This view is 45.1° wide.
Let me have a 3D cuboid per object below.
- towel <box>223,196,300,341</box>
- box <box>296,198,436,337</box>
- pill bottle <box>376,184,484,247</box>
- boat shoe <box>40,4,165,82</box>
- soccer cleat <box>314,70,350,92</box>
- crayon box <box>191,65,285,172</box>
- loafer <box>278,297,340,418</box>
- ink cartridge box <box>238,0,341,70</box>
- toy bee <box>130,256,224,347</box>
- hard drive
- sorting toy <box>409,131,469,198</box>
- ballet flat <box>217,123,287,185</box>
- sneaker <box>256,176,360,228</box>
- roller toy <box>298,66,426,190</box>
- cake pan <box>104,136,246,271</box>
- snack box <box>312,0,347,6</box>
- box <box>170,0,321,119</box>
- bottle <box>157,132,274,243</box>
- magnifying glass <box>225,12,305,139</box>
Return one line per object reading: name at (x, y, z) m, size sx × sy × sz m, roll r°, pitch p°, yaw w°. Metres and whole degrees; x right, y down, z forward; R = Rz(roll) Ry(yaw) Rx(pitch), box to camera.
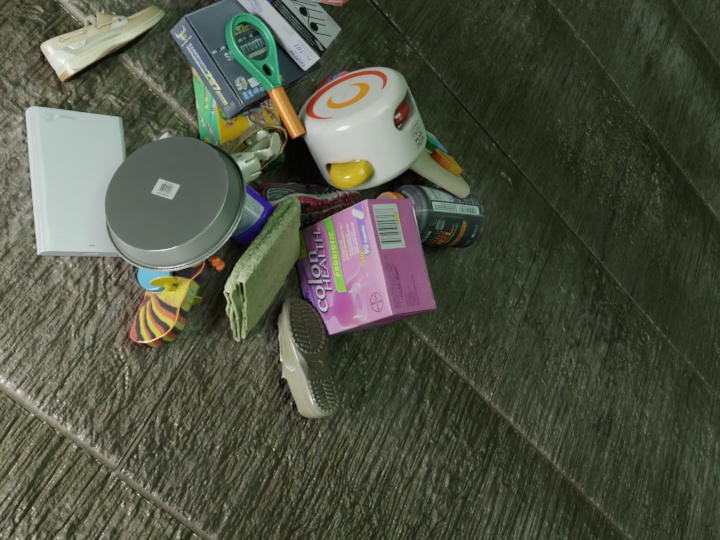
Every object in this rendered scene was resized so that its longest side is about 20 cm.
towel at (-0.143, -0.005, 1.285) m, size 0.036 × 0.149 × 0.200 m, roll 23°, pitch 55°, yaw 11°
box at (0.000, 0.000, 1.350) m, size 0.096 × 0.200 × 0.176 m, roll -5°, pitch 80°, yaw -40°
pill bottle at (0.117, -0.097, 1.544) m, size 0.200 × 0.106 × 0.107 m, roll 2°, pitch 75°, yaw -39°
boat shoe at (-0.365, -0.342, 1.244) m, size 0.200 × 0.072 × 0.065 m, roll -44°, pitch 106°, yaw -34°
soccer cleat at (-0.026, -0.242, 1.490) m, size 0.067 × 0.076 × 0.201 m, roll -7°, pitch 80°, yaw -41°
crayon box at (-0.194, -0.261, 1.366) m, size 0.119 × 0.058 × 0.201 m, roll 2°, pitch 74°, yaw -40°
loafer at (-0.090, 0.136, 1.322) m, size 0.076 × 0.068 × 0.200 m, roll 9°, pitch 54°, yaw -39°
ink cartridge box at (-0.126, -0.415, 1.345) m, size 0.200 × 0.044 × 0.094 m, roll 45°, pitch 46°, yaw -17°
toy bee at (-0.247, 0.008, 1.188) m, size 0.131 × 0.108 × 0.201 m, roll -23°, pitch 117°, yaw -78°
hard drive at (-0.381, -0.119, 1.186) m, size 0.132 × 0.026 × 0.201 m, roll 0°, pitch 76°, yaw -40°
sorting toy at (0.104, -0.227, 1.561) m, size 0.185 × 0.036 × 0.200 m, roll 26°, pitch 26°, yaw -32°
ballet flat at (-0.163, -0.162, 1.244) m, size 0.071 × 0.065 × 0.200 m, roll 67°, pitch 33°, yaw -29°
sneaker at (-0.079, -0.118, 1.409) m, size 0.200 × 0.081 × 0.075 m, roll -6°, pitch 50°, yaw -48°
roller toy at (0.007, -0.218, 1.369) m, size 0.182 × 0.200 × 0.140 m, roll -30°, pitch 124°, yaw -5°
cake pan at (-0.252, -0.096, 1.152) m, size 0.037 × 0.200 × 0.201 m, roll 65°, pitch 29°, yaw -63°
snack box at (-0.104, -0.456, 1.336) m, size 0.200 × 0.024 × 0.072 m, roll -7°, pitch 72°, yaw -45°
box at (-0.172, -0.341, 1.339) m, size 0.200 × 0.051 × 0.158 m, roll -39°, pitch 98°, yaw -44°
bottle at (-0.221, -0.122, 1.282) m, size 0.200 × 0.083 × 0.065 m, roll 40°, pitch 54°, yaw -24°
magnifying glass at (-0.137, -0.291, 1.300) m, size 0.080 × 0.022 × 0.200 m, roll -31°, pitch 98°, yaw -44°
